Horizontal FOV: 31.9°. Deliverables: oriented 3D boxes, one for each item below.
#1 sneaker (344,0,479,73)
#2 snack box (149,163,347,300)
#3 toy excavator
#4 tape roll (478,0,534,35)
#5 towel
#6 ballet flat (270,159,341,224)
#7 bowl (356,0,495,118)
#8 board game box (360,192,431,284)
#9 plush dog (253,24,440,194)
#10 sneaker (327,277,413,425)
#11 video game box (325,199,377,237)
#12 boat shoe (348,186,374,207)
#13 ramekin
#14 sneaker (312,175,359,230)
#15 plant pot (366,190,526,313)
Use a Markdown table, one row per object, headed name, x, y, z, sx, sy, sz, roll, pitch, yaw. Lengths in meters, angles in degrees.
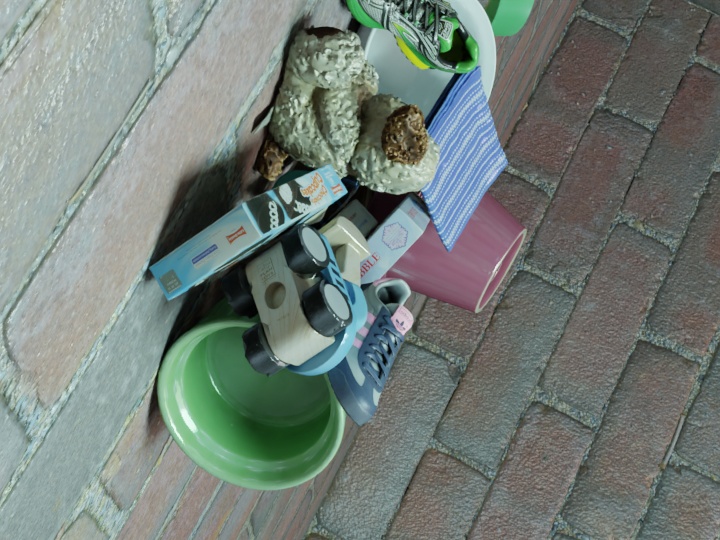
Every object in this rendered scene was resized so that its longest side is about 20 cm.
| name | x | y | z | sx | sy | sz | roll | pitch | yaw |
| --- | --- | --- | --- | --- | --- | --- | --- | --- | --- |
| sneaker | 0.059 | -0.276 | 1.332 | 0.199 | 0.085 | 0.079 | 29 | 86 | -43 |
| snack box | -0.099 | -0.039 | 1.166 | 0.115 | 0.037 | 0.200 | -32 | -179 | 26 |
| toy excavator | -0.039 | 0.018 | 1.228 | 0.099 | 0.196 | 0.199 | -33 | 149 | 21 |
| tape roll | 0.172 | -0.403 | 1.608 | 0.200 | 0.047 | 0.204 | 177 | -90 | -75 |
| towel | 0.116 | -0.131 | 1.459 | 0.146 | 0.024 | 0.201 | -57 | 148 | -19 |
| ballet flat | -0.052 | -0.088 | 1.359 | 0.201 | 0.069 | 0.070 | -64 | 175 | -56 |
| bowl | 0.055 | -0.238 | 1.461 | 0.199 | 0.090 | 0.204 | -14 | 114 | -34 |
| board game box | 0.000 | 0.000 | 1.468 | 0.200 | 0.041 | 0.200 | -46 | -178 | 11 |
| plush dog | 0.000 | -0.136 | 1.267 | 0.162 | 0.170 | 0.200 | -64 | 172 | 0 |
| sneaker | 0.013 | 0.070 | 1.255 | 0.081 | 0.070 | 0.201 | -27 | -150 | 16 |
| video game box | -0.081 | 0.024 | 1.428 | 0.200 | 0.047 | 0.182 | -46 | 178 | 30 |
| boat shoe | -0.011 | -0.095 | 1.663 | 0.072 | 0.071 | 0.202 | -54 | 160 | -46 |
| ramekin | -0.102 | 0.117 | 1.310 | 0.098 | 0.198 | 0.202 | -63 | 175 | -61 |
| sneaker | -0.027 | -0.111 | 1.490 | 0.201 | 0.075 | 0.077 | -58 | 165 | -32 |
| plant pot | 0.110 | -0.045 | 1.640 | 0.201 | 0.178 | 0.200 | -55 | 168 | -18 |
